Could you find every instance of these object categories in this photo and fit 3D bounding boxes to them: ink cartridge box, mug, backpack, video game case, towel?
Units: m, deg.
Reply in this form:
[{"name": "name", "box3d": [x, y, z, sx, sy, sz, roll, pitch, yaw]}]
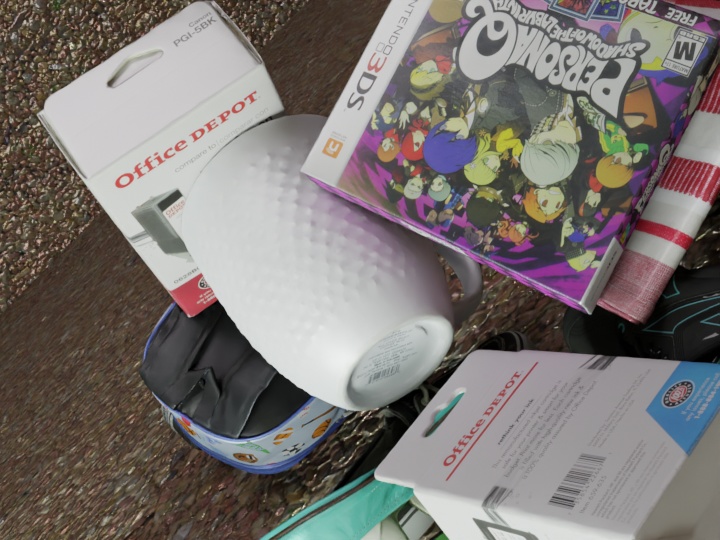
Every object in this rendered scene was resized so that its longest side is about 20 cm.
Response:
[{"name": "ink cartridge box", "box3d": [-0.119, -0.075, 0.811, 0.147, 0.200, 0.083, -35, 59, -6]}, {"name": "mug", "box3d": [0.000, 0.000, 0.775, 0.175, 0.200, 0.148, 53, 134, 33]}, {"name": "backpack", "box3d": [-0.079, 0.067, 0.917, 0.200, 0.154, 0.191, 28, 62, 30]}, {"name": "video game case", "box3d": [0.088, -0.097, 0.662, 0.181, 0.200, 0.036, -62, -24, -2]}, {"name": "ink cartridge box", "box3d": [0.113, 0.108, 0.603, 0.116, 0.067, 0.200, -47, 25, -26]}, {"name": "towel", "box3d": [0.172, -0.077, 0.677, 0.200, 0.023, 0.144, -62, 31, 3]}]

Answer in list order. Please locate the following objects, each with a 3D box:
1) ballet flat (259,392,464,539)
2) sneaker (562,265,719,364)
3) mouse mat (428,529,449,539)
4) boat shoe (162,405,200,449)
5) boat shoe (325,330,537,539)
[{"name": "ballet flat", "box3d": [0.029, 0.143, 0.687, 0.200, 0.070, 0.067, -35, -14, -12]}, {"name": "sneaker", "box3d": [0.187, 0.037, 0.639, 0.200, 0.075, 0.079, -14, 37, 54]}, {"name": "mouse mat", "box3d": [0.103, 0.169, 0.614, 0.161, 0.008, 0.200, -38, 18, 5]}, {"name": "boat shoe", "box3d": [-0.093, 0.096, 1.058, 0.200, 0.071, 0.064, -40, 50, -17]}, {"name": "boat shoe", "box3d": [0.050, 0.110, 0.764, 0.200, 0.064, 0.071, -50, 21, -21]}]
